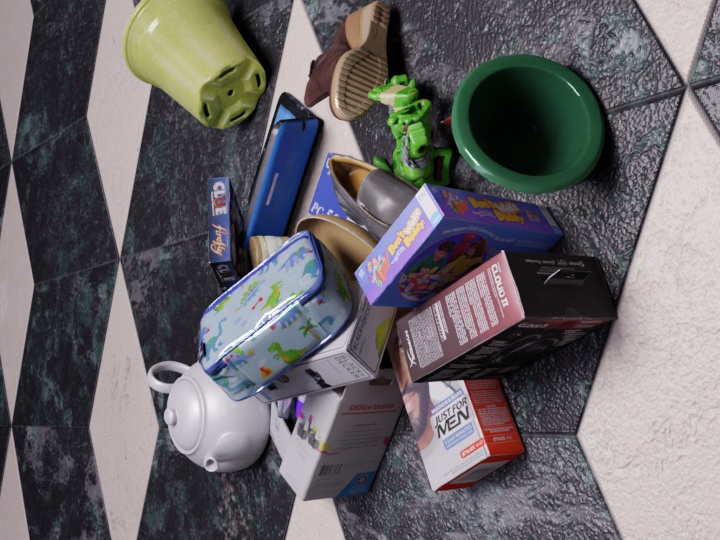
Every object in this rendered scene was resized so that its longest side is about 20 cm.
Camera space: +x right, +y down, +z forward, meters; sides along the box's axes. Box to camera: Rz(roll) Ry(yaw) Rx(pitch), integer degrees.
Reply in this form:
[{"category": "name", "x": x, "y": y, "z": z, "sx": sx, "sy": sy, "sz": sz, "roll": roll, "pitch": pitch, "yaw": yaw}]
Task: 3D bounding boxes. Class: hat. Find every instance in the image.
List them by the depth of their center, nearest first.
[{"category": "hat", "x": 0.172, "y": -0.128, "z": 1.099, "sx": 0.177, "sy": 0.162, "sz": 0.203, "roll": 97, "pitch": -179, "yaw": -62}]

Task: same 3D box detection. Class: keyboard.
[{"category": "keyboard", "x": -0.110, "y": 0.248, "z": 1.413, "sx": 0.200, "sy": 0.010, "sz": 0.057, "roll": -139, "pitch": 46, "yaw": -69}]

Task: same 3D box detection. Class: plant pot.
[{"category": "plant pot", "x": 0.000, "y": 0.000, "z": 1.245, "sx": 0.028, "sy": 0.201, "sz": 0.199, "roll": -48, "pitch": 31, "yaw": -24}, {"category": "plant pot", "x": -0.252, "y": -0.334, "z": 1.568, "sx": 0.185, "sy": 0.199, "sz": 0.202, "roll": 47, "pitch": 124, "yaw": 28}]

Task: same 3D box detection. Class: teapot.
[{"category": "teapot", "x": -0.243, "y": 0.223, "z": 1.538, "sx": 0.199, "sy": 0.144, "sz": 0.201, "roll": -25, "pitch": 68, "yaw": 49}]

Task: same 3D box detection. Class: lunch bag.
[{"category": "lunch bag", "x": -0.109, "y": 0.052, "z": 1.194, "sx": 0.199, "sy": 0.083, "sz": 0.161, "roll": -37, "pitch": 27, "yaw": 12}]

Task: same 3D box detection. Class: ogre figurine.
[{"category": "ogre figurine", "x": 0.062, "y": -0.152, "z": 1.185, "sx": 0.200, "sy": 0.097, "sz": 0.122, "roll": 44, "pitch": 148, "yaw": 55}]

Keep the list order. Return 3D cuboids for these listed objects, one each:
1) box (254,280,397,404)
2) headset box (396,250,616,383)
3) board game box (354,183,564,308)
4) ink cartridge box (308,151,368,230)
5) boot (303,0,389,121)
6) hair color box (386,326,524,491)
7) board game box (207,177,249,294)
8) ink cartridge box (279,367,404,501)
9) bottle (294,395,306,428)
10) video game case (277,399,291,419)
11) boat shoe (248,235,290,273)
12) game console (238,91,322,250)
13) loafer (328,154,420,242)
[{"category": "box", "x": -0.056, "y": 0.090, "z": 1.220, "sx": 0.198, "sy": 0.060, "sz": 0.118, "roll": -20, "pitch": 38, "yaw": 38}, {"category": "headset box", "x": 0.158, "y": 0.049, "z": 1.030, "sx": 0.200, "sy": 0.147, "sz": 0.078, "roll": -39, "pitch": 60, "yaw": 45}, {"category": "board game box", "x": 0.109, "y": -0.018, "z": 1.048, "sx": 0.135, "sy": 0.198, "sz": 0.045, "roll": -51, "pitch": 53, "yaw": 31}, {"category": "ink cartridge box", "x": 0.008, "y": -0.077, "z": 1.313, "sx": 0.200, "sy": 0.044, "sz": 0.095, "roll": 40, "pitch": 117, "yaw": 46}, {"category": "boot", "x": -0.028, "y": -0.253, "z": 1.318, "sx": 0.166, "sy": 0.072, "sz": 0.203, "roll": -32, "pitch": 36, "yaw": 53}, {"category": "hair color box", "x": 0.107, "y": 0.144, "z": 1.159, "sx": 0.111, "sy": 0.063, "sz": 0.203, "roll": -44, "pitch": 54, "yaw": 42}, {"category": "board game box", "x": -0.193, "y": -0.029, "z": 1.462, "sx": 0.201, "sy": 0.034, "sz": 0.138, "roll": 82, "pitch": -178, "yaw": -64}, {"category": "ink cartridge box", "x": -0.017, "y": 0.195, "z": 1.272, "sx": 0.068, "sy": 0.114, "sz": 0.203, "roll": 42, "pitch": 119, "yaw": 44}, {"category": "bottle", "x": -0.054, "y": 0.178, "z": 1.360, "sx": 0.083, "sy": 0.064, "sz": 0.204, "roll": 17, "pitch": 101, "yaw": 55}, {"category": "video game case", "x": -0.095, "y": 0.093, "z": 1.400, "sx": 0.143, "sy": 0.019, "sz": 0.204, "roll": -114, "pitch": 35, "yaw": -78}, {"category": "boat shoe", "x": -0.129, "y": 0.010, "z": 1.445, "sx": 0.201, "sy": 0.065, "sz": 0.075, "roll": 108, "pitch": 151, "yaw": -67}, {"category": "game console", "x": -0.145, "y": -0.153, "z": 1.464, "sx": 0.117, "sy": 0.170, "sz": 0.203, "roll": 27, "pitch": 112, "yaw": 20}, {"category": "loafer", "x": 0.023, "y": -0.081, "z": 1.115, "sx": 0.073, "sy": 0.073, "sz": 0.199, "roll": -48, "pitch": 36, "yaw": -13}]
